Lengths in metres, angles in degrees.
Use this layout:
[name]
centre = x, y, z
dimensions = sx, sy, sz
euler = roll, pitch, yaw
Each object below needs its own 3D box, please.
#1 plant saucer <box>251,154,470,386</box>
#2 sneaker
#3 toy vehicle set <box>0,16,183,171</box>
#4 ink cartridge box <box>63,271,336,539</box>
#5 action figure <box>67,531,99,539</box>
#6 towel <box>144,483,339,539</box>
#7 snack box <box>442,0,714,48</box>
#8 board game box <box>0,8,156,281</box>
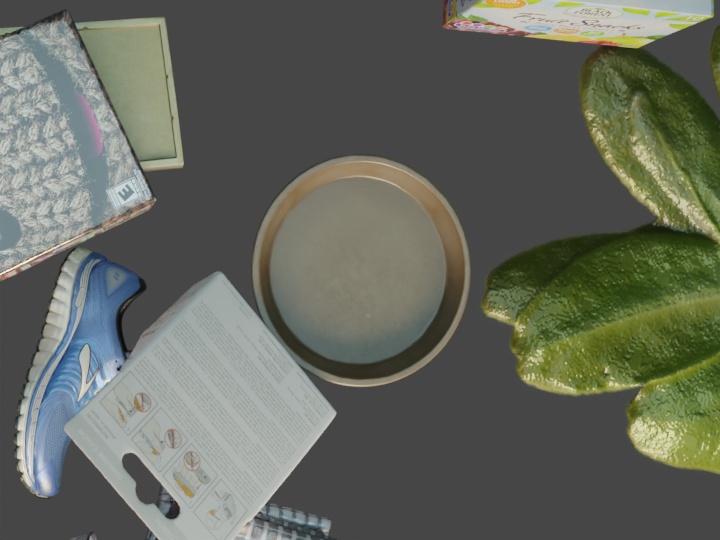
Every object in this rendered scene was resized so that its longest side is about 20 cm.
[plant saucer]
centre = 0.000, 0.000, 1.010
dimensions = 0.197, 0.029, 0.203
euler = 0, 88, -14
[sneaker]
centre = -0.224, 0.088, 0.931
dimensions = 0.088, 0.079, 0.203
euler = 16, 85, -10
[toy vehicle set]
centre = -0.253, -0.139, 0.953
dimensions = 0.197, 0.026, 0.126
euler = -7, 91, -13
[ink cartridge box]
centre = -0.129, 0.122, 0.921
dimensions = 0.163, 0.057, 0.200
euler = 51, 53, -11
[action figure]
centre = -0.271, 0.295, 0.926
dimensions = 0.198, 0.105, 0.195
euler = 26, 76, 19
[towel]
centre = -0.111, 0.290, 0.949
dimensions = 0.164, 0.086, 0.203
euler = 18, 85, -13
[snack box]
centre = 0.185, -0.239, 1.000
dimensions = 0.197, 0.142, 0.054
euler = 2, 88, -13
[board game box]
centre = -0.281, -0.080, 0.882
dimensions = 0.198, 0.097, 0.161
euler = -27, 95, -12
